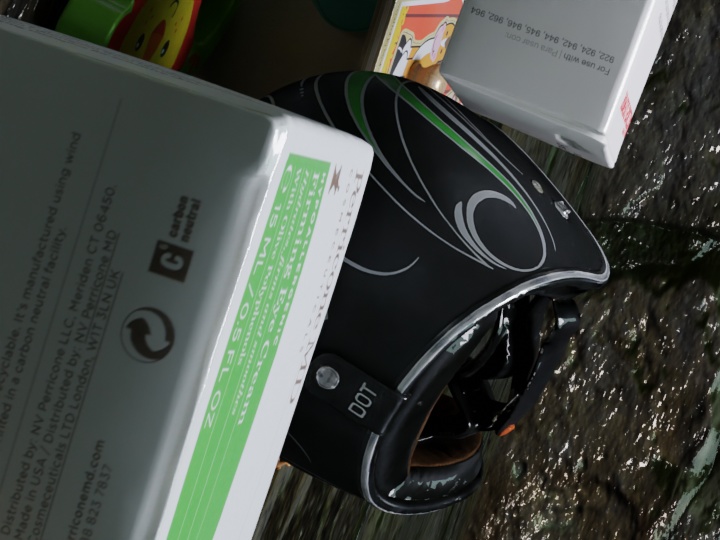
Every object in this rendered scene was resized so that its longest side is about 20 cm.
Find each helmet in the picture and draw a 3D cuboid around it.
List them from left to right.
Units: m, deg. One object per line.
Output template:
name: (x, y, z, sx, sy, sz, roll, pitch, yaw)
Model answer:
helmet: (0.000, 0.000, 1.186, 0.199, 0.191, 0.201, -34, 150, -22)

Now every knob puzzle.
knob puzzle: (0.030, -0.066, 1.370, 0.220, 0.030, 0.220, 90, 26, -52)

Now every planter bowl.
planter bowl: (-0.025, -0.117, 1.448, 0.200, 0.134, 0.202, 19, 90, -78)

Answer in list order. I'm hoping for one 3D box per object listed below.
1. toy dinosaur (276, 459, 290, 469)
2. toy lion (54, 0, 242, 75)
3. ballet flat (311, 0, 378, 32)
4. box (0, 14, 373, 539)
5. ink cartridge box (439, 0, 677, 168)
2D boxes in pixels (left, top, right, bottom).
toy dinosaur: (-0.081, 0.012, 1.360, 0.102, 0.135, 0.202, -1, 80, -66)
toy lion: (-0.101, -0.136, 1.274, 0.193, 0.068, 0.200, -66, 170, 12)
ballet flat: (0.002, -0.209, 1.280, 0.201, 0.067, 0.071, 91, -1, -54)
box: (-0.127, 0.007, 1.023, 0.171, 0.198, 0.201, 0, 108, -79)
ink cartridge box: (0.112, -0.159, 1.152, 0.145, 0.083, 0.201, 21, 90, -82)
